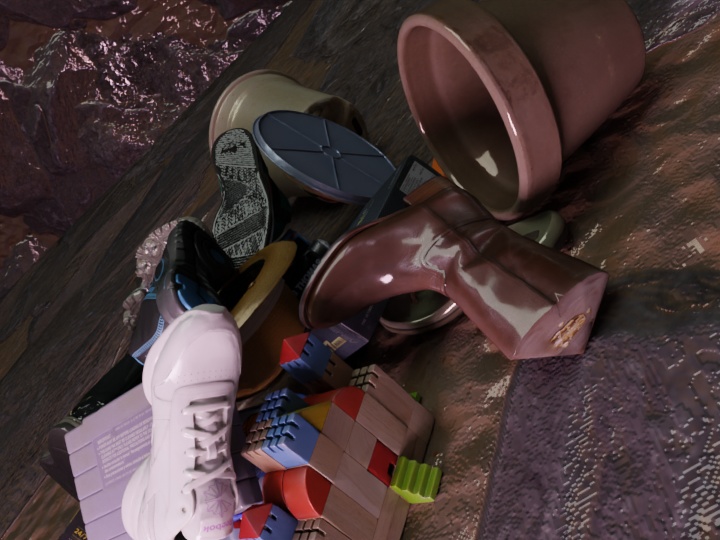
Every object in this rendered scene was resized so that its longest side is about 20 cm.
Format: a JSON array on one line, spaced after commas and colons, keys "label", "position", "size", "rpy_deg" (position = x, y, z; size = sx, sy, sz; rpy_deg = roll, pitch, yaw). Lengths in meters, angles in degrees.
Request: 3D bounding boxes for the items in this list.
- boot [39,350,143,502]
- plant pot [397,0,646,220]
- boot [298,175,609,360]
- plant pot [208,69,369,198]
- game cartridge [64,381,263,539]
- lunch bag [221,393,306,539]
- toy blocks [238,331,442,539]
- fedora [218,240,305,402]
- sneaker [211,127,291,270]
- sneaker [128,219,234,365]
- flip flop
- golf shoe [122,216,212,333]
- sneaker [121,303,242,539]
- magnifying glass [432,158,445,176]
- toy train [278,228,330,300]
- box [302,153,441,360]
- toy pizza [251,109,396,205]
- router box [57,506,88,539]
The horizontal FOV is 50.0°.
[{"label": "boot", "position": [-0.267, 0.163, 0.839], "size": [0.154, 0.073, 0.204], "rpy_deg": [-52, 0, -37]}, {"label": "plant pot", "position": [0.153, -0.174, 0.693], "size": [0.173, 0.202, 0.200], "rpy_deg": [-31, 23, -9]}, {"label": "boot", "position": [0.066, 0.025, 0.593], "size": [0.186, 0.064, 0.200], "rpy_deg": [-42, 48, -7]}, {"label": "plant pot", "position": [-0.090, -0.185, 1.110], "size": [0.182, 0.201, 0.202], "rpy_deg": [18, 67, 52]}, {"label": "game cartridge", "position": [-0.171, 0.161, 0.647], "size": [0.198, 0.038, 0.132], "rpy_deg": [-30, 68, 31]}, {"label": "lunch bag", "position": [-0.100, 0.201, 0.679], "size": [0.199, 0.075, 0.162], "rpy_deg": [-27, 34, 41]}, {"label": "toy blocks", "position": [-0.024, 0.139, 0.564], "size": [0.099, 0.137, 0.202], "rpy_deg": [-22, 36, 43]}, {"label": "fedora", "position": [-0.112, 0.064, 0.738], "size": [0.200, 0.082, 0.201], "rpy_deg": [-43, 16, 15]}, {"label": "sneaker", "position": [-0.128, -0.055, 0.910], "size": [0.082, 0.121, 0.203], "rpy_deg": [-14, 56, 7]}, {"label": "sneaker", "position": [-0.171, 0.015, 0.719], "size": [0.082, 0.073, 0.200], "rpy_deg": [-44, 16, 13]}, {"label": "flip flop", "position": [0.089, -0.006, 0.683], "size": [0.199, 0.057, 0.082], "rpy_deg": [-28, 31, 39]}, {"label": "golf shoe", "position": [-0.214, -0.004, 0.898], "size": [0.200, 0.078, 0.098], "rpy_deg": [-50, 4, 40]}, {"label": "sneaker", "position": [-0.108, 0.123, 0.537], "size": [0.099, 0.074, 0.203], "rpy_deg": [31, 116, 43]}, {"label": "magnifying glass", "position": [0.104, -0.157, 0.926], "size": [0.079, 0.022, 0.202], "rpy_deg": [-30, 29, 34]}, {"label": "toy train", "position": [-0.105, 0.044, 0.908], "size": [0.201, 0.086, 0.114], "rpy_deg": [-52, 16, -3]}, {"label": "box", "position": [0.000, 0.000, 0.780], "size": [0.202, 0.051, 0.158], "rpy_deg": [-62, 8, -28]}, {"label": "toy pizza", "position": [-0.041, -0.131, 0.936], "size": [0.201, 0.197, 0.032], "rpy_deg": [-93, 27, -57]}, {"label": "router box", "position": [-0.234, 0.221, 0.807], "size": [0.158, 0.052, 0.200], "rpy_deg": [-57, 2, -19]}]
